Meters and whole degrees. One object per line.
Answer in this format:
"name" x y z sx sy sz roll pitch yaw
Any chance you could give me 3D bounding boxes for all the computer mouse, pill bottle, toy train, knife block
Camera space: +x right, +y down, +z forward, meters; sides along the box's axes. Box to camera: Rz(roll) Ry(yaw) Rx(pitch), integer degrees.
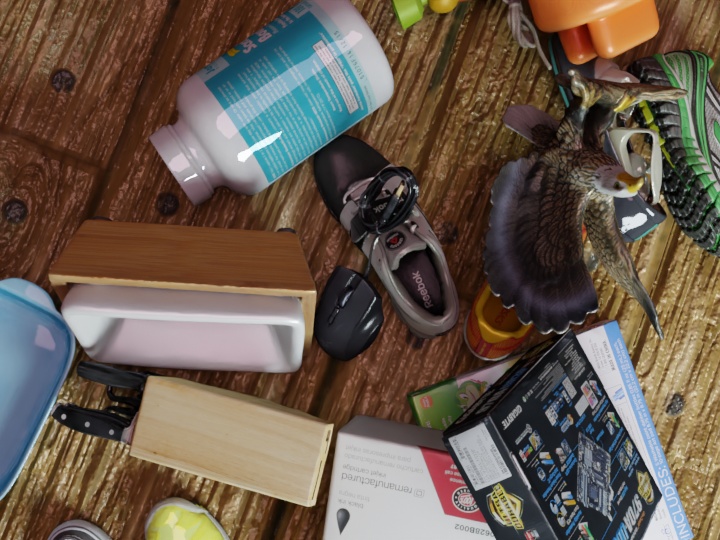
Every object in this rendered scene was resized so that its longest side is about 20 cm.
"computer mouse" 0.000 0.000 0.771 0.058 0.202 0.034 40 41 26
"pill bottle" -0.077 -0.139 0.797 0.199 0.111 0.111 -36 89 -7
"toy train" 0.078 -0.247 0.837 0.114 0.085 0.203 -24 89 6
"knife block" -0.140 0.122 0.745 0.174 0.199 0.065 17 84 -32

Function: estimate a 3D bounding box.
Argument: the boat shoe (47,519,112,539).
"boat shoe" -0.215 0.307 0.774 0.069 0.066 0.203 -15 87 -5

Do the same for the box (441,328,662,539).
"box" 0.153 0.149 0.715 0.046 0.199 0.161 -30 89 32

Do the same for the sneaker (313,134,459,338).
"sneaker" 0.028 -0.036 0.810 0.074 0.089 0.201 -34 87 -4

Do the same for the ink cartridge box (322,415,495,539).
"ink cartridge box" 0.043 0.234 0.763 0.144 0.083 0.204 8 93 12

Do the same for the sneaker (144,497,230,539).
"sneaker" -0.129 0.287 0.778 0.074 0.076 0.203 -18 86 -4

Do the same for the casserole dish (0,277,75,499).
"casserole dish" -0.317 0.103 0.797 0.120 0.039 0.202 25 84 -2

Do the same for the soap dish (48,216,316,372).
"soap dish" -0.135 0.023 0.765 0.196 0.158 0.083 4 68 -4

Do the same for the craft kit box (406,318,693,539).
"craft kit box" 0.163 0.170 0.825 0.195 0.049 0.203 -18 87 -8

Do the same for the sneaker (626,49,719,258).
"sneaker" 0.312 -0.105 0.839 0.084 0.078 0.203 -19 87 -6

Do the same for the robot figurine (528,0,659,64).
"robot figurine" 0.180 -0.276 0.770 0.115 0.144 0.203 -18 105 17

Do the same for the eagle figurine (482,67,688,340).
"eagle figurine" 0.178 -0.053 0.753 0.149 0.151 0.204 7 97 12

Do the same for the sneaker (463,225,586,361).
"sneaker" 0.155 -0.013 0.813 0.072 0.077 0.202 26 69 3

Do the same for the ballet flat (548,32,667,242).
"ballet flat" 0.226 -0.126 0.837 0.072 0.073 0.203 -16 90 -5
